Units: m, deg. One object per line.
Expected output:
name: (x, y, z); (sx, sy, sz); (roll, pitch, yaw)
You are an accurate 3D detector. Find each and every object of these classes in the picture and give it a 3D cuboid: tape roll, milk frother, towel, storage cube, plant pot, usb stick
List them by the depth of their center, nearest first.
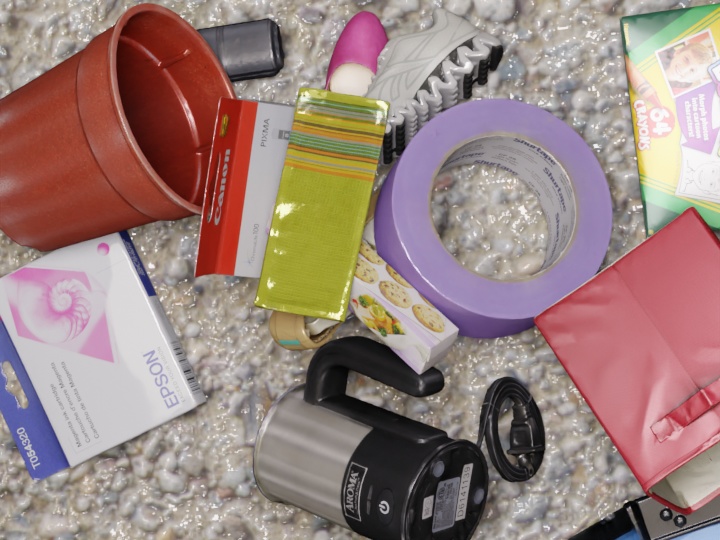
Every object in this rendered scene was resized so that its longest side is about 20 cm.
storage cube: (0.282, 0.082, 1.528); (0.171, 0.200, 0.180); (-37, 67, 11)
towel: (-0.034, -0.059, 1.543); (0.086, 0.018, 0.201); (8, 79, 17)
tape roll: (0.116, -0.045, 1.579); (0.199, 0.085, 0.201); (3, 75, -11)
milk frother: (0.043, 0.161, 1.627); (0.188, 0.200, 0.181); (18, 90, 39)
plant pot: (-0.238, -0.114, 1.627); (0.195, 0.201, 0.201); (-20, 89, 27)
usb stick: (-0.169, -0.200, 1.693); (0.199, 0.033, 0.056); (-7, 92, 11)

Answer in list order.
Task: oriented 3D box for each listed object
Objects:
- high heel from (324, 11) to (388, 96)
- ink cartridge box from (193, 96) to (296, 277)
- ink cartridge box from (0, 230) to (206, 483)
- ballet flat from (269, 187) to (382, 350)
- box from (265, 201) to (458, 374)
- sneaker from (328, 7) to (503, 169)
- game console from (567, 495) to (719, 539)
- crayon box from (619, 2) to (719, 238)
high heel: (-0.015, -0.141, 1.634); (0.067, 0.096, 0.201); (15, 95, 10)
ink cartridge box: (-0.088, -0.072, 1.597); (0.047, 0.200, 0.161); (10, 95, 13)
ink cartridge box: (-0.278, 0.082, 1.722); (0.200, 0.043, 0.197); (-27, 88, 9)
ballet flat: (0.000, 0.000, 1.619); (0.200, 0.063, 0.069); (-50, 118, -17)
box: (0.000, 0.008, 1.555); (0.200, 0.041, 0.039); (43, 140, 20)
sneaker: (0.036, -0.162, 1.617); (0.200, 0.075, 0.081); (-40, 74, -20)
game console: (0.296, 0.300, 1.585); (0.175, 0.116, 0.201); (-21, 89, 11)
crayon box: (0.330, -0.138, 1.588); (0.172, 0.058, 0.201); (-7, 91, 11)
